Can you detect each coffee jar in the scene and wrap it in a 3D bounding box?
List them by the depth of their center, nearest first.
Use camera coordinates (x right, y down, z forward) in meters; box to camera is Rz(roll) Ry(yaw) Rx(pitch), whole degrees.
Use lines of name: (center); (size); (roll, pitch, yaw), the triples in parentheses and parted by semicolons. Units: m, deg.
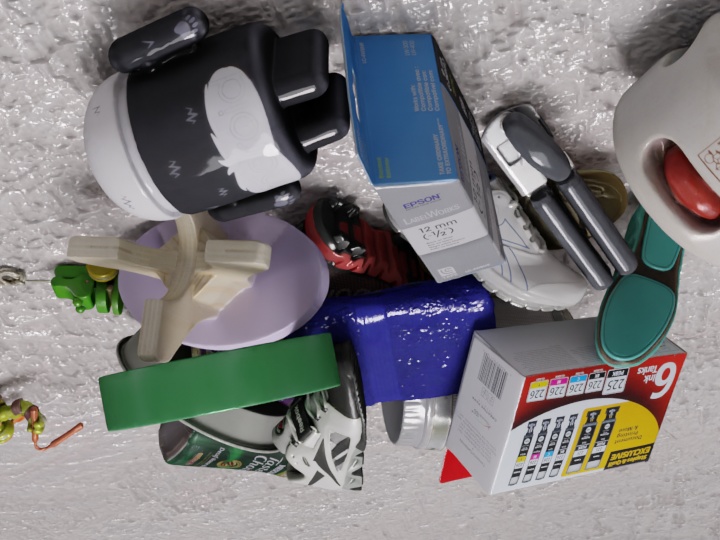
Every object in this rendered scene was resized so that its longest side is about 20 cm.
coffee jar: (-0.132, 0.195, 1.446); (0.200, 0.085, 0.104); (12, 144, -30)

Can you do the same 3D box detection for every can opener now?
can opener: (0.177, -0.058, 1.054); (0.053, 0.067, 0.200); (-34, 112, 15)

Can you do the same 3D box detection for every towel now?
towel: (0.031, 0.068, 1.151); (0.200, 0.050, 0.148); (-8, 135, 4)

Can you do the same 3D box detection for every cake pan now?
cake pan: (-0.150, 0.110, 1.222); (0.200, 0.200, 0.037); (23, 105, -40)

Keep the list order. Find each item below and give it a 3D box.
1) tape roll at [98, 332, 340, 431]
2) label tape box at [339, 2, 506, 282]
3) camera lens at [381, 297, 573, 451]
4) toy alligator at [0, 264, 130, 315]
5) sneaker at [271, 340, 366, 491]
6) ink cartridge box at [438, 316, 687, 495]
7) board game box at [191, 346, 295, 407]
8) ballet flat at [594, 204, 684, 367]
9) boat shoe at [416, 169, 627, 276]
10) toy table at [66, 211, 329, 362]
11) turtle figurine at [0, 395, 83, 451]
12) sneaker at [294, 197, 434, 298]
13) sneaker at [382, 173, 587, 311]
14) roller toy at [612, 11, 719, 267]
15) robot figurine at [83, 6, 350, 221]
tape roll: (-0.118, 0.094, 1.025); (0.200, 0.048, 0.200); (-11, 176, -1)
label tape box: (0.049, -0.101, 0.937); (0.066, 0.143, 0.200); (-15, 148, 13)
camera lens: (0.130, 0.109, 1.288); (0.200, 0.160, 0.160); (-1, 149, -10)
toy alligator: (-0.251, 0.019, 1.157); (0.200, 0.054, 0.059); (-5, 149, -4)
sneaker: (-0.039, 0.145, 1.136); (0.088, 0.074, 0.200); (-1, 134, -5)
ink cartridge box: (0.190, 0.141, 1.156); (0.200, 0.084, 0.176); (-5, 121, -30)
board game box: (-0.088, 0.076, 1.225); (0.200, 0.120, 0.032); (22, 133, -41)
ballet flat: (0.267, 0.015, 1.141); (0.067, 0.200, 0.070); (22, 156, 6)
boat shoe: (0.149, -0.051, 1.134); (0.201, 0.063, 0.073); (-22, 111, 14)
toy table: (-0.141, -0.005, 1.044); (0.200, 0.184, 0.117); (-10, 163, 18)
turtle figurine: (-0.417, 0.148, 1.327); (0.200, 0.064, 0.161); (-9, 143, 18)
sneaker: (0.000, 0.000, 1.166); (0.098, 0.071, 0.200); (-30, 141, 32)
sneaker: (0.121, -0.032, 1.073); (0.200, 0.075, 0.087); (29, 108, -9)
roller toy: (0.305, -0.104, 0.946); (0.182, 0.200, 0.140); (19, 140, -27)
robot figurine: (-0.109, -0.113, 0.908); (0.200, 0.150, 0.125); (-17, -179, 14)
